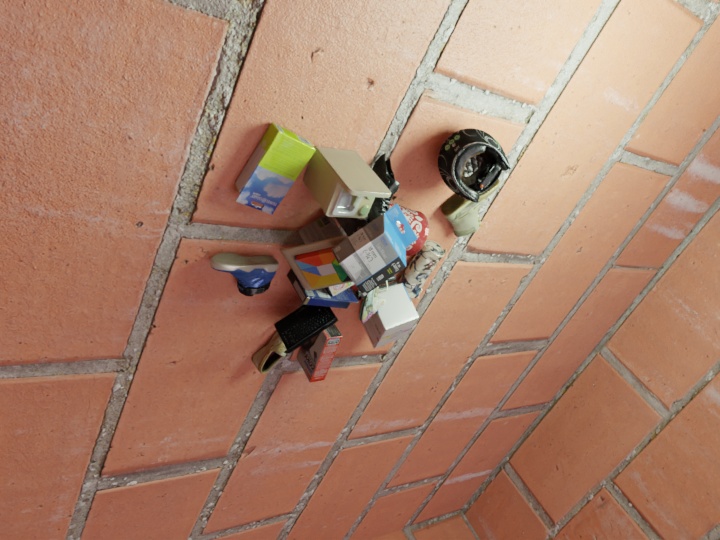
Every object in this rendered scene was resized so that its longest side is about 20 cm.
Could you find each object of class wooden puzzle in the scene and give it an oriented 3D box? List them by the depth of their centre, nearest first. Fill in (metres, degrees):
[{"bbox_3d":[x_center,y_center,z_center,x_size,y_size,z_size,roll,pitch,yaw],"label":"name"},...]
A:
[{"bbox_3d":[-0.091,-0.010,1.591,0.197,0.038,0.186,-8,142,15],"label":"wooden puzzle"}]

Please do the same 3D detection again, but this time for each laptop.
[{"bbox_3d":[-0.164,0.149,1.765,0.176,0.200,0.104,-32,137,-5],"label":"laptop"}]

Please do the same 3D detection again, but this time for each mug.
[{"bbox_3d":[0.072,-0.115,1.733,0.199,0.134,0.178,18,115,-42],"label":"mug"}]

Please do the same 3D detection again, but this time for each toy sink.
[{"bbox_3d":[-0.036,-0.203,1.503,0.129,0.201,0.113,-2,130,-36],"label":"toy sink"}]

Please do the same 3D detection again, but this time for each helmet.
[{"bbox_3d":[0.310,-0.294,1.683,0.197,0.191,0.203,-1,110,-2],"label":"helmet"}]

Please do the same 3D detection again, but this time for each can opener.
[{"bbox_3d":[0.023,0.061,1.947,0.198,0.054,0.067,-13,168,-28],"label":"can opener"}]

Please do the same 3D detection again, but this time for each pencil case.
[{"bbox_3d":[0.199,-0.003,1.978,0.089,0.078,0.201,19,118,-25],"label":"pencil case"}]

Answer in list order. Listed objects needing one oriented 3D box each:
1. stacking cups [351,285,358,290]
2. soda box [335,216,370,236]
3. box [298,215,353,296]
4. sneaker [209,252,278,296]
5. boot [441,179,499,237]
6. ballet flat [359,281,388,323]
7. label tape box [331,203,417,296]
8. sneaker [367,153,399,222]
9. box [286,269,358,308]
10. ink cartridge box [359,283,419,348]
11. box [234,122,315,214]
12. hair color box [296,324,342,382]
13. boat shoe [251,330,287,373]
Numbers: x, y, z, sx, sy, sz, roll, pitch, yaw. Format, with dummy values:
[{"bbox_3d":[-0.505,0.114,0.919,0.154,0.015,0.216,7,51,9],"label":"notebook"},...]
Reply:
[{"bbox_3d":[0.000,0.000,1.814,0.060,0.061,0.201,-17,153,-23],"label":"stacking cups"},{"bbox_3d":[-0.004,-0.117,1.612,0.071,0.201,0.063,-47,138,14],"label":"soda box"},{"bbox_3d":[-0.081,-0.041,1.701,0.101,0.113,0.201,-29,142,-5],"label":"box"},{"bbox_3d":[-0.316,0.018,1.610,0.198,0.077,0.112,0,120,-45],"label":"sneaker"},{"bbox_3d":[0.360,-0.200,1.910,0.199,0.072,0.155,-34,141,5],"label":"boot"},{"bbox_3d":[0.047,0.064,1.856,0.070,0.203,0.069,8,163,11],"label":"ballet flat"},{"bbox_3d":[0.048,-0.049,1.508,0.199,0.064,0.145,-35,134,3],"label":"label tape box"},{"bbox_3d":[0.060,-0.203,1.594,0.104,0.202,0.060,-33,143,22],"label":"sneaker"},{"bbox_3d":[-0.108,0.056,1.771,0.198,0.122,0.033,8,126,-41],"label":"box"},{"bbox_3d":[0.086,0.154,1.977,0.124,0.130,0.200,-18,159,-20],"label":"ink cartridge box"},{"bbox_3d":[-0.210,-0.240,1.455,0.121,0.048,0.201,17,118,-45],"label":"box"},{"bbox_3d":[-0.135,0.249,1.954,0.063,0.111,0.202,-3,130,-35],"label":"hair color box"},{"bbox_3d":[-0.251,0.243,1.895,0.200,0.067,0.074,-46,141,11],"label":"boat shoe"}]
